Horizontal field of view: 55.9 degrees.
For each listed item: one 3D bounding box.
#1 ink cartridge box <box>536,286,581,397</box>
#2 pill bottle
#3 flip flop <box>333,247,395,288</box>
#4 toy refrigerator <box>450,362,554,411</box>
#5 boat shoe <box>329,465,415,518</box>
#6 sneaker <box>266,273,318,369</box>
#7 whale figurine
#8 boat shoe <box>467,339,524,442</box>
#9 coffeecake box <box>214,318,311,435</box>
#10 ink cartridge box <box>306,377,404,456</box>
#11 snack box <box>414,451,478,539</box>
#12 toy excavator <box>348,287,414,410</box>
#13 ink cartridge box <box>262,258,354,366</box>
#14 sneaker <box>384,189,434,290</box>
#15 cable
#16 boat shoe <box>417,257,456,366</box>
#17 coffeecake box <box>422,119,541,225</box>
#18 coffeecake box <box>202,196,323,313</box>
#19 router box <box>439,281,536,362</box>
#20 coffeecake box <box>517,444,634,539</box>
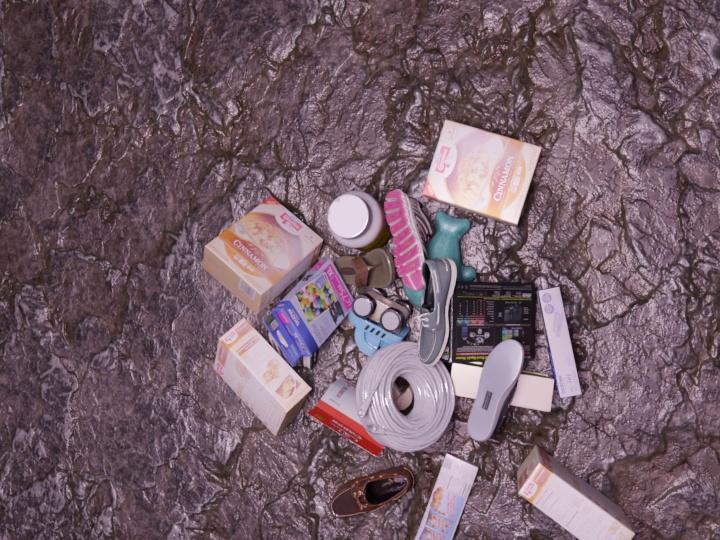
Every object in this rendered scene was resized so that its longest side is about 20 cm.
[{"bbox_3d":[0.381,0.135,1.312,0.043,0.094,0.205,-12,86,11],"label":"ink cartridge box"},{"bbox_3d":[-0.002,-0.098,1.352,0.109,0.200,0.114,0,88,13],"label":"pill bottle"},{"bbox_3d":[0.000,0.000,1.371,0.198,0.057,0.083,-1,104,50],"label":"flip flop"},{"bbox_3d":[0.278,0.222,1.344,0.196,0.076,0.072,7,90,14],"label":"toy refrigerator"},{"bbox_3d":[0.018,0.458,1.401,0.198,0.070,0.071,-29,84,12],"label":"boat shoe"},{"bbox_3d":[-0.145,0.103,1.444,0.113,0.076,0.205,5,92,11],"label":"sneaker"},{"bbox_3d":[0.157,-0.017,1.363,0.156,0.104,0.204,20,92,13],"label":"whale figurine"},{"bbox_3d":[0.262,0.226,1.276,0.069,0.066,0.204,21,96,35],"label":"boat shoe"},{"bbox_3d":[-0.207,0.222,1.401,0.200,0.154,0.073,44,57,11],"label":"coffeecake box"},{"bbox_3d":[-0.006,0.283,1.343,0.160,0.200,0.051,29,95,11],"label":"ink cartridge box"},{"bbox_3d":[0.174,0.480,1.387,0.071,0.024,0.204,21,93,12],"label":"snack box"},{"bbox_3d":[0.049,0.161,1.400,0.192,0.100,0.203,26,108,12],"label":"toy excavator"},{"bbox_3d":[-0.098,0.083,1.366,0.042,0.200,0.121,-6,122,47],"label":"ink cartridge box"},{"bbox_3d":[0.108,-0.060,1.322,0.073,0.086,0.204,-31,64,43],"label":"sneaker"},{"bbox_3d":[0.085,0.239,1.286,0.198,0.069,0.203,31,61,-20],"label":"cable"},{"bbox_3d":[0.126,0.075,1.253,0.072,0.061,0.205,22,104,57],"label":"boat shoe"},{"bbox_3d":[0.242,-0.193,1.356,0.196,0.073,0.157,19,94,13],"label":"coffeecake box"},{"bbox_3d":[-0.198,-0.036,1.391,0.153,0.074,0.200,38,52,10],"label":"coffeecake box"},{"bbox_3d":[0.244,0.099,1.313,0.196,0.062,0.154,2,88,-22],"label":"router box"},{"bbox_3d":[0.395,0.431,1.271,0.198,0.153,0.074,36,96,12],"label":"coffeecake box"}]
